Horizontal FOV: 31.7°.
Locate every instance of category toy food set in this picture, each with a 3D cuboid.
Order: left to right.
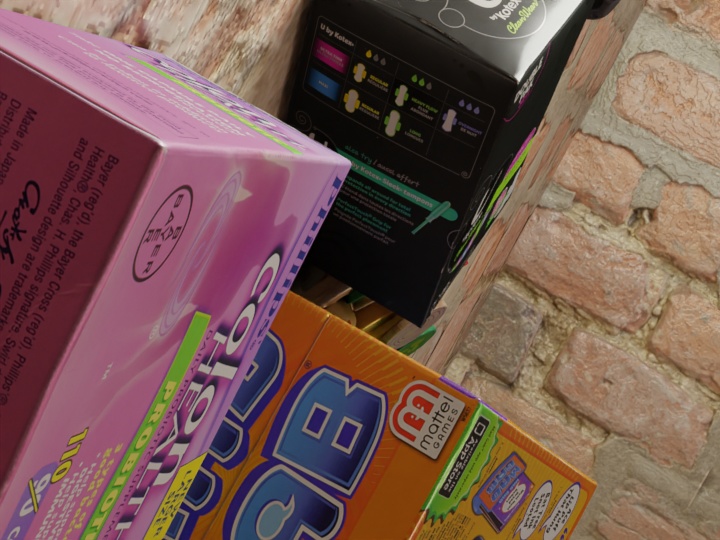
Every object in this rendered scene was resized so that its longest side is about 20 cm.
[{"bbox_3d":[-0.010,0.047,0.931,0.197,0.049,0.200,-31,165,-15],"label":"toy food set"}]

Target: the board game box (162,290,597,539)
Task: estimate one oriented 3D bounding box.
[{"bbox_3d":[-0.022,0.141,0.711,0.201,0.199,0.200,-60,147,-5],"label":"board game box"}]

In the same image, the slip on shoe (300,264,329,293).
[{"bbox_3d":[0.000,0.000,1.020,0.075,0.061,0.200,-59,169,2],"label":"slip on shoe"}]

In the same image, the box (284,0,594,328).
[{"bbox_3d":[0.040,-0.099,0.743,0.149,0.123,0.201,-52,167,-41],"label":"box"}]

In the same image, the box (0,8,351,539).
[{"bbox_3d":[-0.103,0.018,0.419,0.177,0.096,0.200,-62,171,9],"label":"box"}]

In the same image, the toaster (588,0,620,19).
[{"bbox_3d":[0.184,-0.292,0.983,0.130,0.113,0.200,-59,169,-21],"label":"toaster"}]
